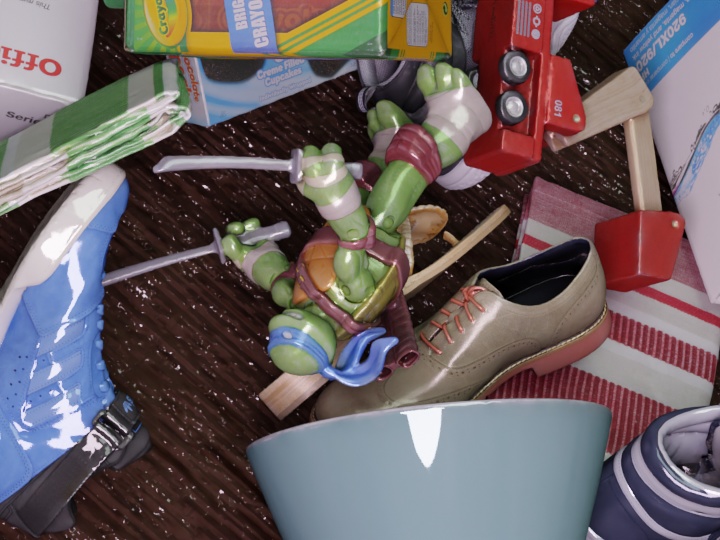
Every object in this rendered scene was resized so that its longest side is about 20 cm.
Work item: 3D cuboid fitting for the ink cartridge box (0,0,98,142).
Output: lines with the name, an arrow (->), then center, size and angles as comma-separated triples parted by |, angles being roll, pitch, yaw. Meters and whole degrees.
ink cartridge box -> -0.232, -0.169, 1.648 | 0.145, 0.084, 0.200 | 14, 54, -15

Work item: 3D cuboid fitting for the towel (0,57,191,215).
towel -> -0.183, -0.055, 1.509 | 0.200, 0.153, 0.023 | -28, 104, 2

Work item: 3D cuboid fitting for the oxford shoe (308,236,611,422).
oxford shoe -> 0.055, 0.037, 1.615 | 0.200, 0.075, 0.070 | -28, 47, -21

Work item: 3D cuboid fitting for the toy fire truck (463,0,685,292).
toy fire truck -> 0.132, -0.098, 1.693 | 0.141, 0.049, 0.200 | 14, 73, -29

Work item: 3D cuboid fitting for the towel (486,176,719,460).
towel -> 0.151, 0.048, 1.704 | 0.144, 0.023, 0.200 | 22, 54, -10

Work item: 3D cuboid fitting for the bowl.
bowl -> 0.043, 0.137, 1.507 | 0.200, 0.201, 0.105 | -1, 77, -24

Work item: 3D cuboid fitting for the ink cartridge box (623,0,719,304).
ink cartridge box -> 0.287, -0.090, 1.763 | 0.147, 0.145, 0.200 | 6, 55, -34

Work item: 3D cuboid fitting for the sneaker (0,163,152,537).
sneaker -> -0.150, 0.048, 1.500 | 0.111, 0.077, 0.200 | 30, 87, -9

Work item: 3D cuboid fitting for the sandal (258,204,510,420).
sandal -> 0.002, -0.002, 1.636 | 0.070, 0.078, 0.212 | 48, 57, 0

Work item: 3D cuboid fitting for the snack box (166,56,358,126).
snack box -> -0.035, -0.175, 1.722 | 0.200, 0.037, 0.116 | -24, 113, -32

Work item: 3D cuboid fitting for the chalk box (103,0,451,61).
chalk box -> -0.059, -0.180, 1.572 | 0.200, 0.124, 0.125 | 1, 93, 18

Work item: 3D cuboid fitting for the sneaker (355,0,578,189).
sneaker -> 0.066, -0.159, 1.732 | 0.114, 0.075, 0.200 | 35, 67, -27

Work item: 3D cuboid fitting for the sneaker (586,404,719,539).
sneaker -> 0.223, 0.142, 1.594 | 0.200, 0.109, 0.070 | 18, 46, -22

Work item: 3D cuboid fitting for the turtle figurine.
turtle figurine -> -0.030, -0.047, 1.557 | 0.200, 0.144, 0.194 | 26, 53, 19
